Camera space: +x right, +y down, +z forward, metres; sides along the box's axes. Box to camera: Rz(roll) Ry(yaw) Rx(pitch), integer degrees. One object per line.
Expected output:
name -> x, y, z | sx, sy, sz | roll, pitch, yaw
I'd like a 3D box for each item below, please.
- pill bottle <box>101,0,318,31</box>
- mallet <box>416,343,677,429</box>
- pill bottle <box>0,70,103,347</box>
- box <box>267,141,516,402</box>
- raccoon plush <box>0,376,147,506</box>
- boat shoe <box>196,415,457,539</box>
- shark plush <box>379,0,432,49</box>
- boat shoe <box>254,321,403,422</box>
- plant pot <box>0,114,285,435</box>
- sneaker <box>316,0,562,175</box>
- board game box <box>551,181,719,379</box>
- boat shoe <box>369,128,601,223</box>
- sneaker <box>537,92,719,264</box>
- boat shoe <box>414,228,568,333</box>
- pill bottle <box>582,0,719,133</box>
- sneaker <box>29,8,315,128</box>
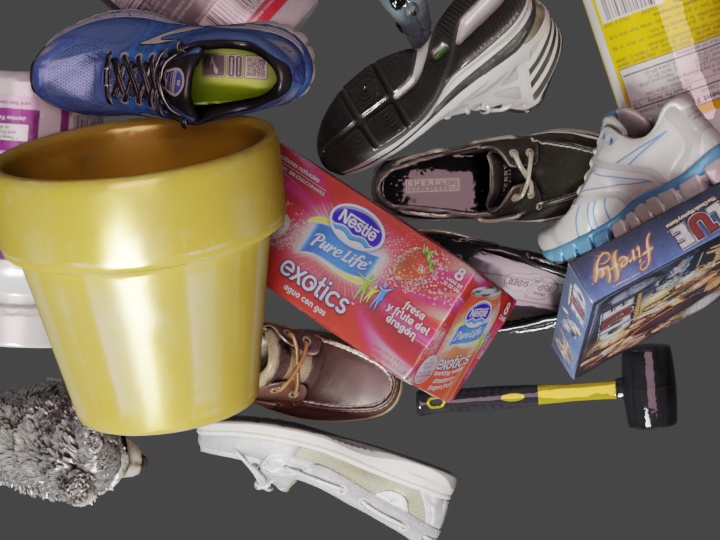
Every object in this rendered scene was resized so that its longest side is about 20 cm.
pill bottle -> -0.138, -0.225, 1.631 | 0.200, 0.111, 0.111 | 41, 91, -3
mallet -> 0.143, 0.084, 1.690 | 0.200, 0.041, 0.066 | 3, 92, 2
pill bottle -> -0.249, -0.045, 1.635 | 0.112, 0.112, 0.200 | 4, 92, -2
box -> 0.000, 0.000, 1.611 | 0.200, 0.100, 0.096 | 34, 91, 26
raccoon plush -> -0.257, 0.137, 1.630 | 0.200, 0.134, 0.097 | -9, 94, -1
boat shoe -> -0.029, 0.155, 1.669 | 0.202, 0.074, 0.065 | 16, 87, -9
shark plush -> 0.013, -0.219, 1.630 | 0.091, 0.083, 0.200 | -12, 125, -1
boat shoe -> -0.066, 0.072, 1.664 | 0.200, 0.072, 0.072 | 15, 92, -2
plant pot -> -0.144, 0.004, 1.527 | 0.200, 0.201, 0.189 | -8, 106, -1
sneaker -> 0.070, -0.123, 1.644 | 0.200, 0.115, 0.076 | -39, 51, 13
board game box -> 0.207, 0.008, 1.584 | 0.135, 0.200, 0.035 | -28, 74, -7
boat shoe -> 0.107, -0.066, 1.667 | 0.200, 0.064, 0.071 | -8, 92, -1
sneaker -> 0.192, -0.071, 1.607 | 0.075, 0.200, 0.087 | -28, 87, -42
boat shoe -> 0.083, 0.012, 1.668 | 0.199, 0.066, 0.075 | 12, 93, -2
pill bottle -> 0.240, -0.151, 1.643 | 0.113, 0.113, 0.200 | -19, 92, -1
sneaker -> -0.135, -0.142, 1.545 | 0.200, 0.089, 0.079 | -3, 102, 6
